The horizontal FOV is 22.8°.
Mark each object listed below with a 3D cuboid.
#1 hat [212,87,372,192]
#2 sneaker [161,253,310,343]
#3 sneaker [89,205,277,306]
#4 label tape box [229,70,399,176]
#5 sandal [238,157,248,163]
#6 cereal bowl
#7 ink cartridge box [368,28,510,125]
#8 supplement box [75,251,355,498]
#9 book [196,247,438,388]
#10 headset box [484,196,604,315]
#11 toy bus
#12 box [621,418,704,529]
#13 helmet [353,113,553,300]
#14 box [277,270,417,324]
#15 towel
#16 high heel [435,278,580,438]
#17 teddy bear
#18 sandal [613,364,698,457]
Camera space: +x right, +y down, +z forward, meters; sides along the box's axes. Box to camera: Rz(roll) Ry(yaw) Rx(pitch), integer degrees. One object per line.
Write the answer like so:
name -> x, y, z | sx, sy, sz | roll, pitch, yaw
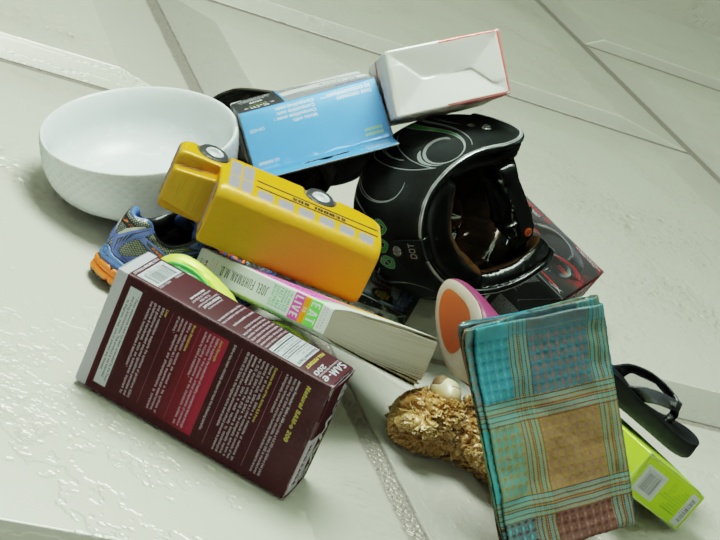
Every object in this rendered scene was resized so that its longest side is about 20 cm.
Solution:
hat -> -0.083, -0.117, 1.945 | 0.199, 0.201, 0.082 | 19, 61, -15
sneaker -> -0.116, 0.068, 1.543 | 0.199, 0.074, 0.084 | 34, 48, 14
sneaker -> -0.152, -0.015, 1.663 | 0.199, 0.079, 0.075 | 3, 30, -43
label tape box -> -0.049, -0.148, 1.780 | 0.143, 0.064, 0.200 | -15, 11, -5
sandal -> -0.106, -0.083, 1.849 | 0.199, 0.043, 0.076 | 23, -6, 38
cereal bowl -> -0.216, -0.104, 1.756 | 0.198, 0.084, 0.201 | 0, 31, 0
ink cartridge box -> 0.074, -0.190, 1.787 | 0.115, 0.068, 0.200 | -12, 3, -4
supplement box -> -0.117, 0.082, 1.430 | 0.199, 0.109, 0.061 | 29, 21, 10
book -> -0.045, 0.035, 1.600 | 0.133, 0.048, 0.199 | 26, -1, -42
headset box -> 0.176, -0.011, 1.969 | 0.149, 0.075, 0.200 | 45, 22, 10
toy bus -> -0.083, -0.044, 1.615 | 0.199, 0.065, 0.078 | 22, 26, -11
box -> 0.222, 0.149, 1.673 | 0.122, 0.048, 0.200 | 38, 5, -47
helmet -> 0.089, -0.064, 1.779 | 0.199, 0.202, 0.190 | 14, 5, -25
box -> 0.000, 0.000, 1.848 | 0.136, 0.040, 0.200 | 26, 21, 3
towel -> 0.161, 0.130, 1.492 | 0.146, 0.202, 0.022 | -11, 2, -30
high heel -> 0.136, 0.086, 1.585 | 0.096, 0.068, 0.201 | 10, 41, -36
teddy bear -> 0.122, 0.149, 1.592 | 0.199, 0.067, 0.145 | 28, 19, 7
sandal -> 0.256, 0.112, 1.643 | 0.200, 0.043, 0.076 | 39, 5, -36
